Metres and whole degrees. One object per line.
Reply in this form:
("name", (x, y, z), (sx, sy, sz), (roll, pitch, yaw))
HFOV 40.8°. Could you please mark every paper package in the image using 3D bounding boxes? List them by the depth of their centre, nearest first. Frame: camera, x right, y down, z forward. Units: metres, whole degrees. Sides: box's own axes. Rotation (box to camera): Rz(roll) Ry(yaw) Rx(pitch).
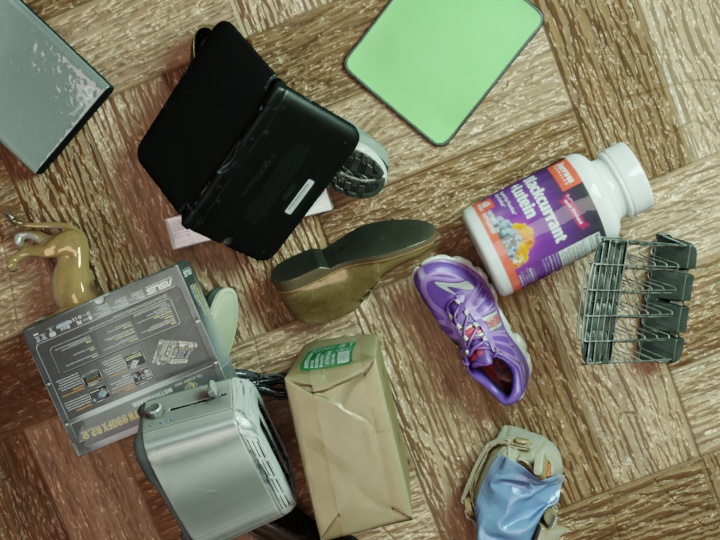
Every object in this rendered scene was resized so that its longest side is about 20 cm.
("paper package", (-0.010, 0.178, 1.091), (0.102, 0.200, 0.193), (-13, 94, 3))

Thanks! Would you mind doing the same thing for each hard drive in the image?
("hard drive", (-0.411, -0.233, 1.150), (0.200, 0.033, 0.140), (43, 96, -2))

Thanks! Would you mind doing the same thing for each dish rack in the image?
("dish rack", (0.300, 0.033, 1.078), (0.198, 0.054, 0.155), (2, 97, -39))

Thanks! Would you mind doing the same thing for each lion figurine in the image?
("lion figurine", (-0.345, 0.014, 1.154), (0.121, 0.072, 0.202), (-16, 92, 1))

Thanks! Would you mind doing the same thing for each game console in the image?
("game console", (-0.129, -0.141, 1.089), (0.175, 0.117, 0.200), (25, 118, -30))

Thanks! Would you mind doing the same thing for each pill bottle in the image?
("pill bottle", (0.224, -0.063, 1.100), (0.199, 0.111, 0.112), (-27, 94, 5))

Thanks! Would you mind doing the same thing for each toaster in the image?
("toaster", (-0.150, 0.212, 1.046), (0.128, 0.114, 0.202), (-20, 116, 2))

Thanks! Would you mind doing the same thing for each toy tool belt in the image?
("toy tool belt", (0.179, 0.291, 1.132), (0.123, 0.123, 0.202), (13, 97, 1))

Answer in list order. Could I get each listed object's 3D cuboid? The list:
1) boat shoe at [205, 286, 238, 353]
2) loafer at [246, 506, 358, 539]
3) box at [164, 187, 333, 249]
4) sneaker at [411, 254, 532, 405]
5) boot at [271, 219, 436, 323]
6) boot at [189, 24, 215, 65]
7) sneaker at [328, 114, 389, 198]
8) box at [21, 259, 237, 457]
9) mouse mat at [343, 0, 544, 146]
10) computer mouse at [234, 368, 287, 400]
("boat shoe", (-0.203, 0.111, 1.160), (0.067, 0.072, 0.202), (20, 91, 26))
("loafer", (-0.083, 0.330, 1.157), (0.199, 0.073, 0.071), (33, 103, -16))
("box", (-0.132, -0.068, 1.151), (0.198, 0.039, 0.042), (-15, 96, 4))
("sneaker", (0.133, 0.068, 1.114), (0.080, 0.084, 0.200), (-35, 101, 23))
("boot", (0.000, 0.000, 1.142), (0.198, 0.074, 0.076), (-20, 119, 4))
("boot", (-0.172, -0.183, 1.124), (0.073, 0.075, 0.202), (-6, 97, 1))
("sneaker", (-0.055, -0.156, 1.122), (0.199, 0.080, 0.074), (31, 123, -4))
("box", (-0.257, 0.098, 1.094), (0.198, 0.048, 0.160), (-23, 96, 6))
("mouse mat", (0.097, -0.269, 1.137), (0.161, 0.008, 0.200), (39, 97, -1))
("computer mouse", (-0.150, 0.217, 1.164), (0.109, 0.044, 0.202), (8, 101, -28))
